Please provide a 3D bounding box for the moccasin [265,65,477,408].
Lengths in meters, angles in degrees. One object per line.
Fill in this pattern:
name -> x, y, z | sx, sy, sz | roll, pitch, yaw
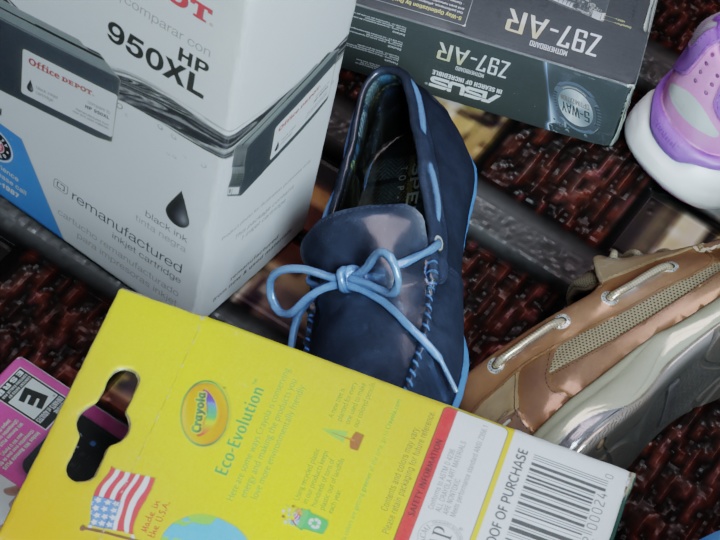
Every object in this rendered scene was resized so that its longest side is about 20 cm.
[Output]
moccasin -> 0.000, 0.000, 1.121 | 0.080, 0.068, 0.201 | -16, 41, 18

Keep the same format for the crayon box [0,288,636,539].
crayon box -> -0.016, 0.095, 0.985 | 0.199, 0.051, 0.127 | 21, 49, 4

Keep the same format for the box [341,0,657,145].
box -> 0.041, -0.153, 1.274 | 0.199, 0.044, 0.161 | 16, 51, 1

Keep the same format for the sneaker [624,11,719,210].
sneaker -> 0.210, -0.101, 1.241 | 0.200, 0.089, 0.081 | -26, 60, -29

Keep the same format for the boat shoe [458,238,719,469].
boat shoe -> 0.118, 0.020, 1.137 | 0.200, 0.076, 0.072 | -33, 62, -33

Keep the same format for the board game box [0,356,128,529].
board game box -> -0.089, 0.142, 1.005 | 0.200, 0.064, 0.148 | 33, 53, 13

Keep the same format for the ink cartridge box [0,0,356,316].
ink cartridge box -> -0.086, -0.097, 1.104 | 0.144, 0.200, 0.084 | 34, 53, 16

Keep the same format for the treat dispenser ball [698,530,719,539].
treat dispenser ball -> 0.163, 0.179, 0.939 | 0.200, 0.201, 0.202 | 6, 51, -7
